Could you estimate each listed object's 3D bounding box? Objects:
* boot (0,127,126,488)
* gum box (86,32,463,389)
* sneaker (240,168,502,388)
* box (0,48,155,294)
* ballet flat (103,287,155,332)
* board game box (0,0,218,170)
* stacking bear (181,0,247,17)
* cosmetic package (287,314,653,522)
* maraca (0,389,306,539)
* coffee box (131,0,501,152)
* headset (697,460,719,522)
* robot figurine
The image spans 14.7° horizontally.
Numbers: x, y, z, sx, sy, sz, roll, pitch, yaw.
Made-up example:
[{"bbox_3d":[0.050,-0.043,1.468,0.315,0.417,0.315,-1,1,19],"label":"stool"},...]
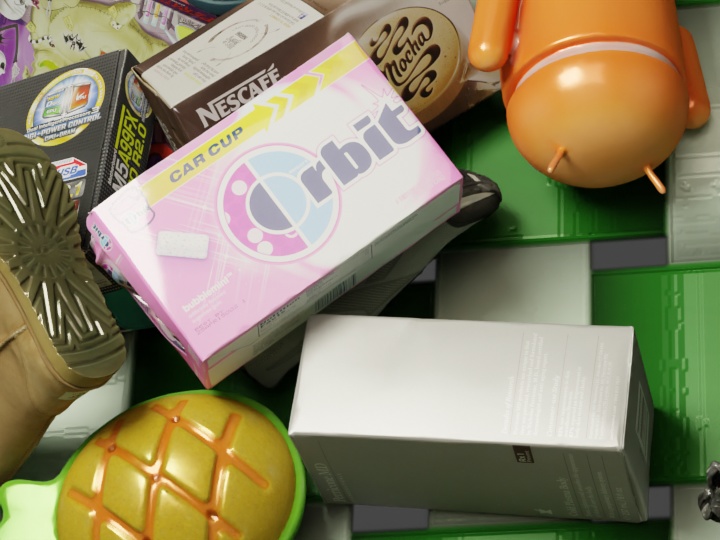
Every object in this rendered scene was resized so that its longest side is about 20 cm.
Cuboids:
[{"bbox_3d":[-0.231,0.036,1.666,0.066,0.200,0.176,-9,69,-39],"label":"boot"},{"bbox_3d":[-0.052,-0.032,1.641,0.200,0.066,0.114,-35,76,-10],"label":"gum box"},{"bbox_3d":[0.000,0.000,1.718,0.200,0.079,0.074,-30,24,-8],"label":"sneaker"},{"bbox_3d":[-0.229,-0.043,1.762,0.199,0.044,0.161,-13,51,27],"label":"box"},{"bbox_3d":[-0.168,0.011,1.756,0.199,0.069,0.070,-24,59,4],"label":"ballet flat"},{"bbox_3d":[-0.177,-0.136,1.817,0.200,0.032,0.120,25,113,24],"label":"board game box"},{"bbox_3d":[-0.090,-0.232,1.784,0.113,0.200,0.122,4,63,16],"label":"stacking bear"},{"bbox_3d":[0.066,0.086,1.632,0.199,0.107,0.090,-1,61,15],"label":"cosmetic package"},{"bbox_3d":[-0.128,0.146,1.644,0.199,0.107,0.137,-24,61,0],"label":"maraca"},{"bbox_3d":[-0.025,-0.120,1.742,0.200,0.113,0.080,-31,32,-9],"label":"coffee box"},{"bbox_3d":[0.289,0.119,1.567,0.199,0.094,0.124,-6,60,-2],"label":"headset"},{"bbox_3d":[0.140,-0.136,1.724,0.116,0.144,0.201,-16,56,18],"label":"robot figurine"}]
